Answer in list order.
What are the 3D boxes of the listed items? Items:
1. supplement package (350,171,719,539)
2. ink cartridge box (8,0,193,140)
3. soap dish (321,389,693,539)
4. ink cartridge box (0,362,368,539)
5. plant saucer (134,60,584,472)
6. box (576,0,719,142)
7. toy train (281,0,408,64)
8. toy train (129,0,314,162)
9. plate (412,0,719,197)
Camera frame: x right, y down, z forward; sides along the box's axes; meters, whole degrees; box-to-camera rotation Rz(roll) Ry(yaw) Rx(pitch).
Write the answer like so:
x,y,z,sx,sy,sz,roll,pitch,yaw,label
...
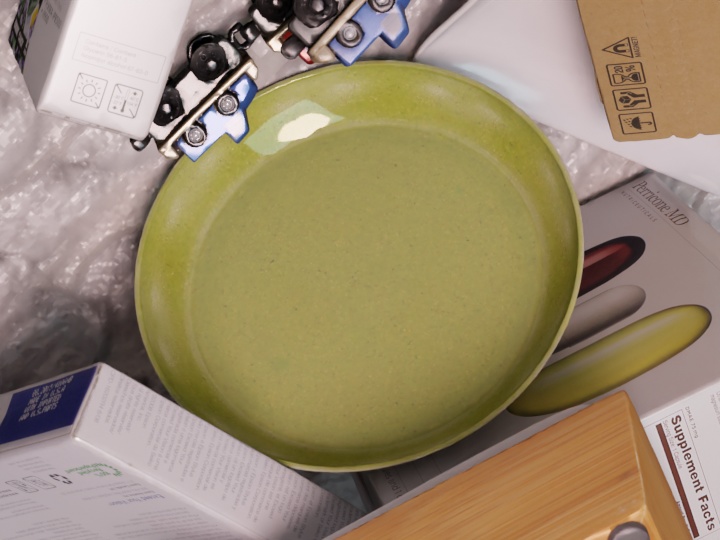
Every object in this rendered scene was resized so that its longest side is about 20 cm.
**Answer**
x,y,z,sx,sy,sz,roll,pitch,yaw,label
0.103,0.086,0.888,0.198,0.191,0.148,-25,117,-5,supplement package
-0.087,-0.166,0.772,0.050,0.109,0.202,13,107,-22,ink cartridge box
0.049,0.160,0.752,0.199,0.081,0.158,-27,117,-1,soap dish
-0.087,0.116,0.852,0.199,0.199,0.041,35,61,-26,ink cartridge box
0.000,0.000,0.841,0.199,0.201,0.031,-27,150,-4,plant saucer
0.169,-0.123,0.792,0.162,0.021,0.200,-4,147,16,box
0.044,-0.157,0.808,0.046,0.034,0.200,44,91,-8,toy train
-0.023,-0.117,0.851,0.200,0.034,0.046,-43,109,3,toy train
0.153,-0.117,0.857,0.198,0.033,0.199,19,147,-22,plate
